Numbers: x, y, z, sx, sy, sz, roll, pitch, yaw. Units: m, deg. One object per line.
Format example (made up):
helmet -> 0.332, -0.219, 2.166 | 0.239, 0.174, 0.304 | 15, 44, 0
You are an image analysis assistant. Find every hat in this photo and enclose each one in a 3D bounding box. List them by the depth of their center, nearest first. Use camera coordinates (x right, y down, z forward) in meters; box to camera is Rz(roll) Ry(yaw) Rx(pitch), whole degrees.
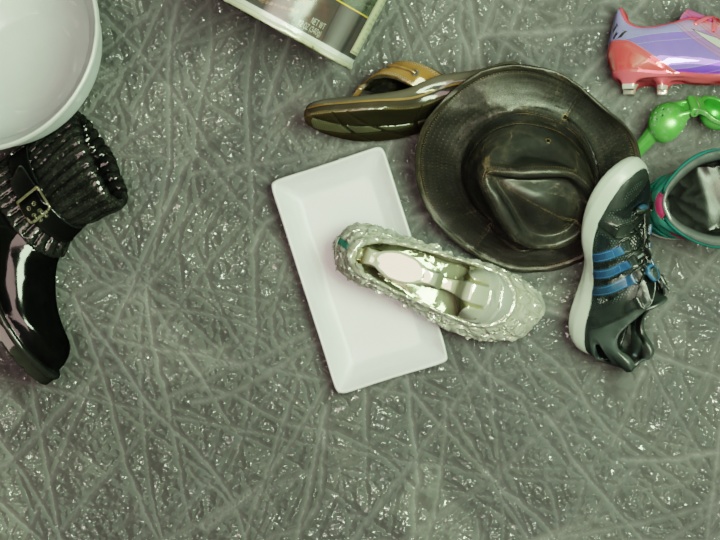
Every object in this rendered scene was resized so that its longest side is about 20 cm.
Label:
hat -> 0.142, -0.070, 1.540 | 0.200, 0.081, 0.201 | 2, 117, 3

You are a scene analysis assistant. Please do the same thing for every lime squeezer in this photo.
lime squeezer -> 0.293, -0.119, 1.564 | 0.199, 0.038, 0.071 | -16, 117, 5

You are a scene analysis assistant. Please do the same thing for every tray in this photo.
tray -> 0.000, 0.000, 1.617 | 0.107, 0.022, 0.201 | -17, 91, 5

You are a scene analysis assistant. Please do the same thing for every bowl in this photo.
bowl -> -0.306, -0.191, 1.591 | 0.200, 0.090, 0.202 | -3, 78, 15

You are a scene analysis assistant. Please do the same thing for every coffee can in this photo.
coffee can -> -0.024, -0.293, 1.542 | 0.146, 0.146, 0.200 | 28, 95, 3

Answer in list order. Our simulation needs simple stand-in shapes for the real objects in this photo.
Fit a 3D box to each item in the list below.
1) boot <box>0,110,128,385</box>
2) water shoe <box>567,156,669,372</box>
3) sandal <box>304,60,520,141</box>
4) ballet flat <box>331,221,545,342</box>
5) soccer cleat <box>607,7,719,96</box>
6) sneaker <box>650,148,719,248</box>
boot -> -0.270, -0.021, 1.613 | 0.157, 0.079, 0.212 | -26, 90, 6
water shoe -> 0.232, -0.004, 1.532 | 0.079, 0.071, 0.201 | 32, 137, 31
sandal -> 0.048, -0.158, 1.579 | 0.199, 0.082, 0.055 | -14, 71, 3
ballet flat -> 0.069, 0.014, 1.571 | 0.199, 0.072, 0.072 | 18, 95, -8
soccer cleat -> 0.313, -0.190, 1.558 | 0.199, 0.067, 0.077 | -1, 88, 8
sneaker -> 0.334, -0.068, 1.531 | 0.199, 0.121, 0.084 | -13, 92, 6
